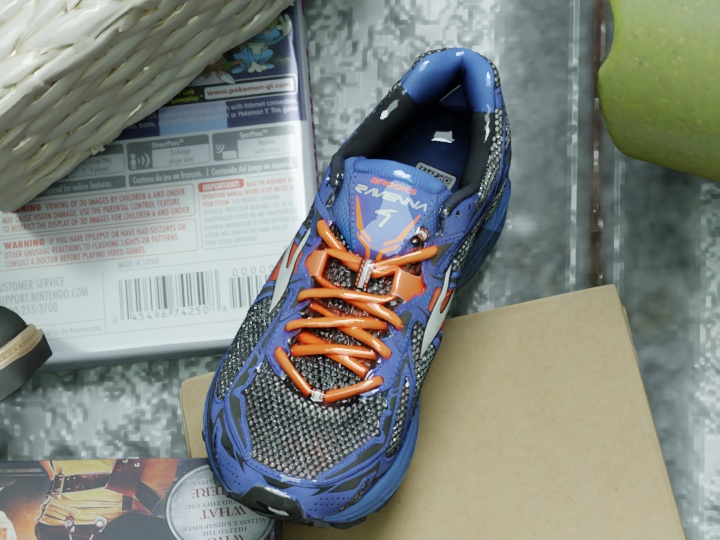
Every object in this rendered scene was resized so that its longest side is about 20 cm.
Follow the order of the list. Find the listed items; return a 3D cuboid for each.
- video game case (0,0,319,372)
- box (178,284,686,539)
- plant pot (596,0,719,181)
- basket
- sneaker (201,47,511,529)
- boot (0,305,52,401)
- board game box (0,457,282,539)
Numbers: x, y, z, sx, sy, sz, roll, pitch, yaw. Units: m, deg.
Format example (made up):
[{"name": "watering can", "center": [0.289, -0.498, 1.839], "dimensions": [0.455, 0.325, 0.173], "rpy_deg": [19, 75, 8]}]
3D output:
[{"name": "video game case", "center": [-0.116, -0.054, 1.037], "dimensions": [0.199, 0.023, 0.183], "rpy_deg": [-6, 80, 7]}, {"name": "box", "center": [0.030, 0.104, 0.947], "dimensions": [0.163, 0.021, 0.201], "rpy_deg": [-12, 52, 1]}, {"name": "plant pot", "center": [0.181, -0.090, 0.936], "dimensions": [0.183, 0.200, 0.201], "rpy_deg": [8, 81, 19]}, {"name": "basket", "center": [-0.095, -0.127, 0.967], "dimensions": [0.200, 0.136, 0.124], "rpy_deg": [-38, 80, 0]}, {"name": "sneaker", "center": [0.000, 0.000, 0.942], "dimensions": [0.075, 0.079, 0.201], "rpy_deg": [16, 51, 6]}, {"name": "boot", "center": [-0.220, 0.009, 0.979], "dimensions": [0.199, 0.077, 0.139], "rpy_deg": [-18, 97, 12]}, {"name": "board game box", "center": [-0.123, 0.126, 0.906], "dimensions": [0.199, 0.035, 0.136], "rpy_deg": [-1, 54, -1]}]
